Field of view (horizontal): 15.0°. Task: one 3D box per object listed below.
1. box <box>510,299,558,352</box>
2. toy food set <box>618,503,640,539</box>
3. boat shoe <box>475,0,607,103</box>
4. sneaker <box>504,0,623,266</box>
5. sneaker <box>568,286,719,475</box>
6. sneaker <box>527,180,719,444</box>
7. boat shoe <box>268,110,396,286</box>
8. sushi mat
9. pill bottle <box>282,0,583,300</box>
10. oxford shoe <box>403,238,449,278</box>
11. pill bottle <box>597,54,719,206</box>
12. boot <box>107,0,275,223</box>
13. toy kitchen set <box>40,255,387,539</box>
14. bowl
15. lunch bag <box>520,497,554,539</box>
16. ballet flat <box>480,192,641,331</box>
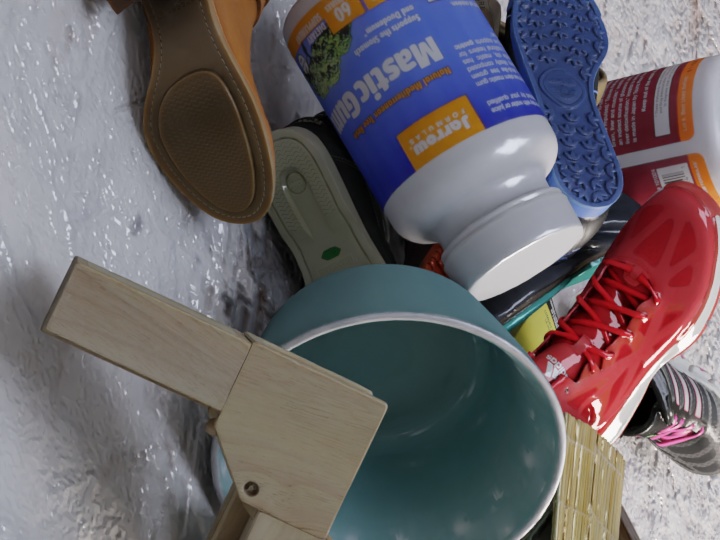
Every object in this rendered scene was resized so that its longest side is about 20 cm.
[{"bbox_3d":[0.065,0.082,1.755,0.200,0.075,0.050,-51,125,-56],"label":"box"},{"bbox_3d":[0.157,0.199,1.805,0.144,0.060,0.200,66,-2,-59],"label":"toy food set"},{"bbox_3d":[0.070,-0.150,1.780,0.200,0.066,0.074,26,30,-21],"label":"boat shoe"},{"bbox_3d":[0.115,-0.096,1.716,0.070,0.078,0.200,12,51,-18],"label":"sneaker"},{"bbox_3d":[0.212,0.100,2.011,0.200,0.074,0.088,49,39,-34],"label":"sneaker"},{"bbox_3d":[0.151,0.040,1.692,0.115,0.078,0.200,-14,132,-58],"label":"sneaker"},{"bbox_3d":[0.000,0.000,1.670,0.068,0.072,0.200,-34,106,-60],"label":"boat shoe"},{"bbox_3d":[0.133,0.191,1.655,0.096,0.012,0.200,39,50,-51],"label":"sushi mat"},{"bbox_3d":[0.047,-0.087,1.620,0.112,0.112,0.200,-2,59,-61],"label":"pill bottle"},{"bbox_3d":[0.056,-0.009,1.779,0.200,0.072,0.071,-52,128,-41],"label":"oxford shoe"},{"bbox_3d":[0.173,-0.073,1.871,0.113,0.200,0.113,30,54,-54],"label":"pill bottle"},{"bbox_3d":[-0.077,-0.142,1.589,0.200,0.074,0.155,70,26,-20],"label":"boot"},{"bbox_3d":[-0.112,0.118,1.452,0.200,0.180,0.163,-65,-173,-1],"label":"toy kitchen set"},{"bbox_3d":[0.012,0.076,1.574,0.201,0.201,0.105,57,14,-33],"label":"bowl"},{"bbox_3d":[0.066,0.247,1.655,0.200,0.117,0.164,-45,123,-50],"label":"lunch bag"},{"bbox_3d":[0.114,-0.010,1.749,0.200,0.073,0.073,-29,105,-45],"label":"ballet flat"}]
